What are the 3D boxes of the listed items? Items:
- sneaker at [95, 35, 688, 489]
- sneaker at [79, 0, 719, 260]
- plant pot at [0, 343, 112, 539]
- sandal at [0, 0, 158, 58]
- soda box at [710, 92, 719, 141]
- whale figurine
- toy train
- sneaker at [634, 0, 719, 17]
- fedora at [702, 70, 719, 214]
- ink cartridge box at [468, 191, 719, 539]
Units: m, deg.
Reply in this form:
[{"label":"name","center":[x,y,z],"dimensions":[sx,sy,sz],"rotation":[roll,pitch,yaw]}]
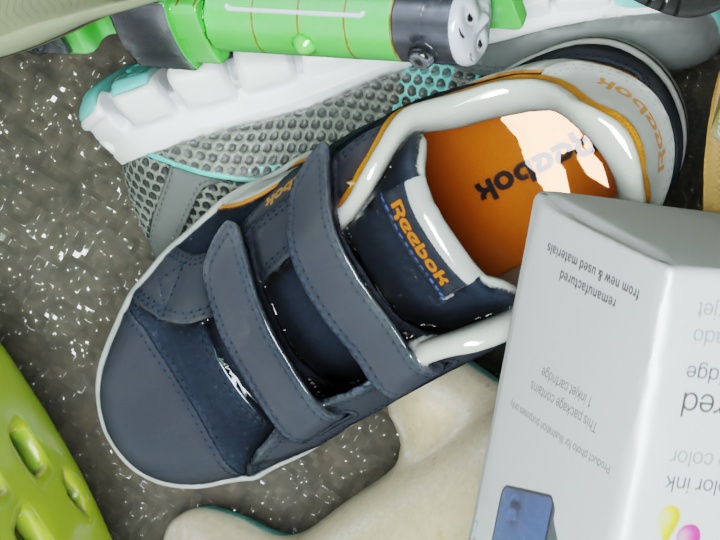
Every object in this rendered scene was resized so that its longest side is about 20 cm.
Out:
[{"label":"sneaker","center":[0.000,0.000,0.733],"dimensions":[0.199,0.079,0.079],"rotation":[-35,93,15]},{"label":"sneaker","center":[0.018,-0.041,0.799],"dimensions":[0.198,0.078,0.092],"rotation":[-13,103,11]},{"label":"plant pot","center":[-0.155,0.155,0.745],"dimensions":[0.199,0.200,0.182],"rotation":[-37,100,20]},{"label":"sandal","center":[-0.059,-0.111,0.708],"dimensions":[0.200,0.057,0.080],"rotation":[-27,85,17]},{"label":"soda box","center":[0.196,-0.046,0.685],"dimensions":[0.199,0.068,0.064],"rotation":[3,110,-27]},{"label":"whale figurine","center":[0.038,0.100,0.805],"dimensions":[0.199,0.104,0.160],"rotation":[-9,94,28]},{"label":"toy train","center":[-0.040,-0.086,0.760],"dimensions":[0.199,0.042,0.057],"rotation":[6,52,30]},{"label":"sneaker","center":[0.040,-0.155,0.766],"dimensions":[0.200,0.104,0.060],"rotation":[42,100,-3]},{"label":"fedora","center":[0.169,-0.045,0.763],"dimensions":[0.199,0.082,0.202],"rotation":[-10,115,-23]},{"label":"ink cartridge box","center":[0.104,0.093,0.678],"dimensions":[0.144,0.087,0.202],"rotation":[7,101,-22]}]
